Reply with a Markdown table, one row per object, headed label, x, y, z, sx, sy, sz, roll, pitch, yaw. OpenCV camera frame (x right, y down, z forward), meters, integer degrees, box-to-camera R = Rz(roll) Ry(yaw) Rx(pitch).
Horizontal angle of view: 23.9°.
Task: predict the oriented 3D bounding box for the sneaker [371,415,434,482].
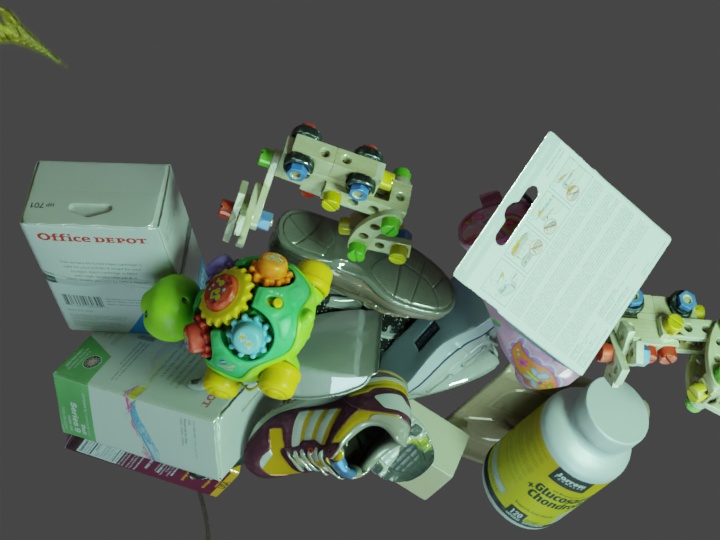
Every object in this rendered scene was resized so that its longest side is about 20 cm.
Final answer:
| label | x | y | z | sx | sy | sz | roll | pitch | yaw |
| --- | --- | --- | --- | --- | --- | --- | --- | --- | --- |
| sneaker | 0.007 | 0.145 | 1.808 | 0.074 | 0.085 | 0.200 | -38 | 119 | 10 |

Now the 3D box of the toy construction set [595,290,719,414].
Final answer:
| label | x | y | z | sx | sy | sz | roll | pitch | yaw |
| --- | --- | --- | --- | --- | --- | --- | --- | --- | --- |
| toy construction set | 0.305 | 0.082 | 1.697 | 0.199 | 0.132 | 0.092 | 13 | 148 | -31 |

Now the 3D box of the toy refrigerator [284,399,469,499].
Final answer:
| label | x | y | z | sx | sy | sz | roll | pitch | yaw |
| --- | --- | --- | --- | --- | --- | --- | --- | --- | --- |
| toy refrigerator | 0.019 | 0.173 | 1.952 | 0.199 | 0.070 | 0.076 | 32 | 143 | -6 |

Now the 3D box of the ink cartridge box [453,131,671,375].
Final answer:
| label | x | y | z | sx | sy | sz | roll | pitch | yaw |
| --- | --- | --- | --- | --- | --- | --- | --- | --- | --- |
| ink cartridge box | 0.182 | -0.018 | 1.581 | 0.200 | 0.163 | 0.057 | 36 | 177 | -31 |

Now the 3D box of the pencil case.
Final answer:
| label | x | y | z | sx | sy | sz | roll | pitch | yaw |
| --- | --- | --- | --- | --- | --- | --- | --- | --- | --- |
| pencil case | 0.161 | 0.021 | 1.662 | 0.087 | 0.088 | 0.201 | -10 | 123 | 27 |

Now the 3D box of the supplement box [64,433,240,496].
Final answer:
| label | x | y | z | sx | sy | sz | roll | pitch | yaw |
| --- | --- | --- | --- | --- | --- | --- | --- | --- | --- |
| supplement box | -0.238 | 0.179 | 2.024 | 0.199 | 0.111 | 0.086 | 20 | 146 | -15 |

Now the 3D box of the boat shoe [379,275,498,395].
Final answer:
| label | x | y | z | sx | sy | sz | roll | pitch | yaw |
| --- | --- | --- | --- | --- | --- | --- | --- | --- | --- |
| boat shoe | 0.113 | 0.067 | 1.780 | 0.086 | 0.075 | 0.202 | 17 | 126 | -44 |

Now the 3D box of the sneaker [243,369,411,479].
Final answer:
| label | x | y | z | sx | sy | sz | roll | pitch | yaw |
| --- | --- | --- | --- | --- | --- | --- | --- | --- | --- |
| sneaker | -0.038 | 0.175 | 1.709 | 0.199 | 0.090 | 0.075 | -30 | 129 | 24 |

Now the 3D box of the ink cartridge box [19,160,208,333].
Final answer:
| label | x | y | z | sx | sy | sz | roll | pitch | yaw |
| --- | --- | --- | --- | --- | --- | --- | --- | --- | --- |
| ink cartridge box | -0.249 | -0.020 | 1.746 | 0.145 | 0.086 | 0.201 | 3 | 145 | 9 |

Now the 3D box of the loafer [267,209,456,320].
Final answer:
| label | x | y | z | sx | sy | sz | roll | pitch | yaw |
| --- | --- | --- | --- | --- | --- | --- | --- | --- | --- |
| loafer | 0.000 | 0.000 | 1.733 | 0.199 | 0.072 | 0.063 | 24 | 147 | -7 |

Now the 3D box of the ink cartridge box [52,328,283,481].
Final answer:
| label | x | y | z | sx | sy | sz | roll | pitch | yaw |
| --- | --- | --- | --- | --- | --- | --- | --- | --- | --- |
| ink cartridge box | -0.199 | 0.125 | 1.794 | 0.199 | 0.145 | 0.088 | 12 | 126 | 22 |

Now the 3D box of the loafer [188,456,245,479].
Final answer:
| label | x | y | z | sx | sy | sz | roll | pitch | yaw |
| --- | --- | --- | --- | --- | --- | --- | --- | --- | --- |
| loafer | -0.122 | 0.182 | 1.984 | 0.200 | 0.071 | 0.068 | -18 | 178 | -34 |

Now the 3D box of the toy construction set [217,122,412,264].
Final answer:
| label | x | y | z | sx | sy | sz | roll | pitch | yaw |
| --- | --- | --- | --- | --- | --- | --- | --- | --- | --- |
| toy construction set | -0.035 | -0.068 | 1.626 | 0.199 | 0.093 | 0.131 | 6 | 149 | -15 |

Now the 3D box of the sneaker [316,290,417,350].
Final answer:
| label | x | y | z | sx | sy | sz | roll | pitch | yaw |
| --- | --- | --- | --- | --- | --- | --- | --- | --- | --- |
| sneaker | -0.015 | 0.032 | 1.796 | 0.199 | 0.080 | 0.074 | 8 | 120 | -25 |

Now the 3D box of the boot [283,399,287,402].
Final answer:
| label | x | y | z | sx | sy | sz | roll | pitch | yaw |
| --- | --- | --- | --- | --- | --- | --- | --- | --- | --- |
| boot | -0.111 | 0.095 | 1.898 | 0.199 | 0.074 | 0.151 | -1 | 145 | 23 |

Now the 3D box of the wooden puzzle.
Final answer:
| label | x | y | z | sx | sy | sz | roll | pitch | yaw |
| --- | --- | --- | --- | --- | --- | --- | --- | --- | --- |
| wooden puzzle | 0.207 | 0.168 | 1.961 | 0.184 | 0.047 | 0.200 | 20 | 141 | -17 |

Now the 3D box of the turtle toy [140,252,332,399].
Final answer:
| label | x | y | z | sx | sy | sz | roll | pitch | yaw |
| --- | --- | --- | --- | --- | --- | --- | --- | --- | --- |
| turtle toy | -0.126 | 0.043 | 1.652 | 0.199 | 0.147 | 0.101 | -3 | 149 | 38 |

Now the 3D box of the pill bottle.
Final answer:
| label | x | y | z | sx | sy | sz | roll | pitch | yaw |
| --- | --- | --- | --- | --- | --- | --- | --- | --- | --- |
| pill bottle | 0.226 | 0.197 | 1.864 | 0.111 | 0.113 | 0.200 | 21 | 141 | -18 |

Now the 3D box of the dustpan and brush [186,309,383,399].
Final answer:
| label | x | y | z | sx | sy | sz | roll | pitch | yaw |
| --- | --- | --- | --- | --- | --- | --- | --- | --- | --- |
| dustpan and brush | -0.078 | 0.094 | 1.705 | 0.198 | 0.140 | 0.058 | 0 | 118 | 4 |

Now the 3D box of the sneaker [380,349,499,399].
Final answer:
| label | x | y | z | sx | sy | sz | roll | pitch | yaw |
| --- | --- | --- | --- | --- | --- | --- | --- | --- | --- |
| sneaker | 0.052 | 0.101 | 1.873 | 0.199 | 0.082 | 0.074 | -14 | 176 | -5 |
